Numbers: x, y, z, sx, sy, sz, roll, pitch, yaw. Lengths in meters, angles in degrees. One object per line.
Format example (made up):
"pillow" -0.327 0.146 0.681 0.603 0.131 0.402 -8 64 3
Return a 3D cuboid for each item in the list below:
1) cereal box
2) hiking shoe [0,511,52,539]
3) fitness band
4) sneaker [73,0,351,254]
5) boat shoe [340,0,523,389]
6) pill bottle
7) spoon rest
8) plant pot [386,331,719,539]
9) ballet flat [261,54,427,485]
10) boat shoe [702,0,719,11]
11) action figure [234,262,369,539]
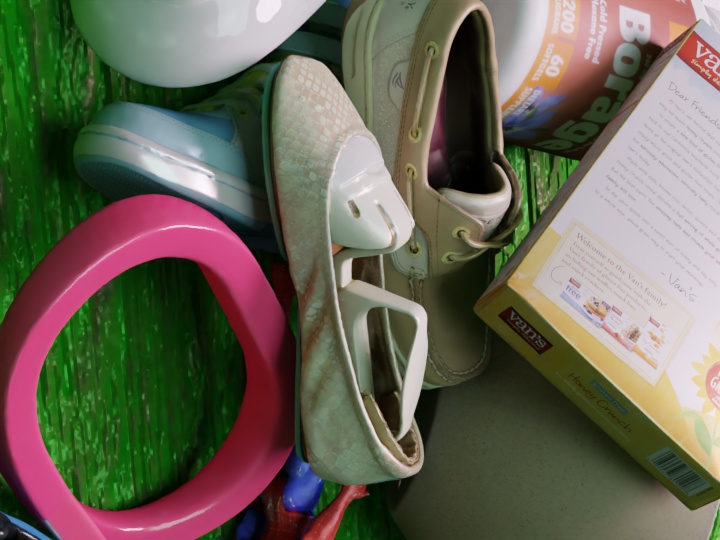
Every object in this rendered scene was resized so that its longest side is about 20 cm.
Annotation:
"cereal box" 0.160 -0.006 1.094 0.144 0.040 0.200 43 57 -5
"hiking shoe" -0.139 0.162 0.999 0.200 0.086 0.075 42 67 -39
"fitness band" -0.096 0.053 1.019 0.144 0.037 0.200 -41 141 -15
"sneaker" -0.047 -0.080 1.067 0.200 0.079 0.131 17 82 -51
"boat shoe" 0.038 -0.035 1.064 0.074 0.066 0.201 -31 120 -42
"pill bottle" 0.110 -0.115 1.189 0.199 0.112 0.113 9 89 -45
"spoon rest" -0.035 -0.148 1.028 0.199 0.100 0.061 -27 156 -7
"plant pot" 0.090 0.096 1.168 0.134 0.200 0.201 17 82 -8
"ballet flat" 0.000 0.000 1.027 0.067 0.062 0.201 -38 126 -58
"boat shoe" 0.187 -0.172 1.297 0.065 0.073 0.201 -17 115 -52
"action figure" -0.030 0.100 1.114 0.052 0.065 0.201 15 84 -40
